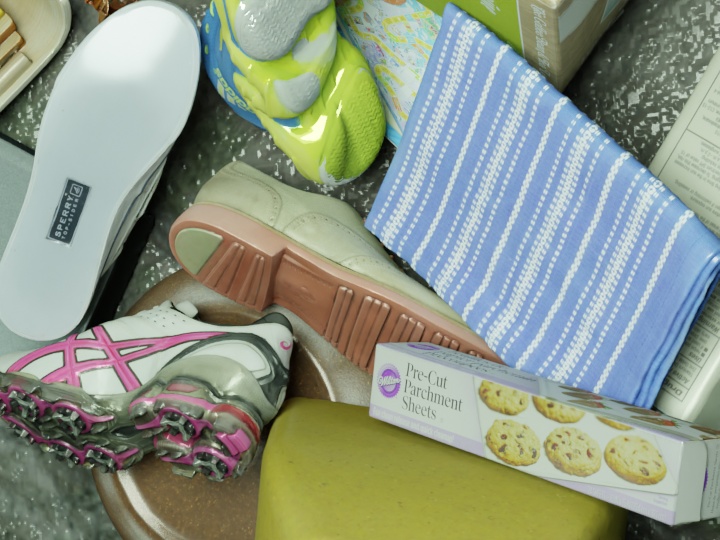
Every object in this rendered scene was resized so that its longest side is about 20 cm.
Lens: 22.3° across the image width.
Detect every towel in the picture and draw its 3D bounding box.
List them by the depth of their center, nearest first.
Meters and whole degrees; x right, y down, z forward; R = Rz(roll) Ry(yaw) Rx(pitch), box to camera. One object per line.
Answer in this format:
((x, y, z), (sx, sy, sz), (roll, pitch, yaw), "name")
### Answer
((0.083, -0.016, 0.890), (0.200, 0.024, 0.145), (46, 134, 29), "towel")

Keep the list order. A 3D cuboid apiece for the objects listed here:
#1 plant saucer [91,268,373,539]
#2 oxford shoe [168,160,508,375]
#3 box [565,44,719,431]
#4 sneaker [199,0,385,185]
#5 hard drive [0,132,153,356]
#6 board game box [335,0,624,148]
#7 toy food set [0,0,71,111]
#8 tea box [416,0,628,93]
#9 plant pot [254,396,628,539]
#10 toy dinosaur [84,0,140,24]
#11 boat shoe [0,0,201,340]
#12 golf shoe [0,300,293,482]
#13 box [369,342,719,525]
((-0.072, 0.092, 1.025), (0.199, 0.037, 0.202), (0, 89, 19), "plant saucer")
((0.000, 0.000, 0.984), (0.199, 0.074, 0.071), (29, 142, -1), "oxford shoe")
((0.192, -0.025, 0.902), (0.095, 0.078, 0.201), (37, 103, 34), "box")
((-0.056, -0.131, 0.930), (0.076, 0.201, 0.105), (-40, 46, -25), "sneaker")
((-0.233, -0.013, 1.081), (0.199, 0.033, 0.140), (28, 98, 16), "hard drive")
((0.025, -0.156, 0.993), (0.200, 0.034, 0.135), (45, 103, 14), "board game box")
((-0.280, -0.128, 1.055), (0.143, 0.060, 0.200), (42, 85, 19), "toy food set")
((0.077, -0.234, 0.898), (0.196, 0.134, 0.200), (34, 84, 12), "tea box")
((0.032, 0.178, 0.884), (0.194, 0.200, 0.196), (6, 92, 5), "plant pot")
((-0.125, -0.204, 1.014), (0.102, 0.136, 0.201), (-24, 99, -27), "toy dinosaur")
((-0.144, -0.059, 0.992), (0.073, 0.065, 0.201), (29, 106, -7), "boat shoe")
((-0.120, 0.060, 0.993), (0.199, 0.073, 0.092), (2, 49, 34), "golf shoe")
((0.085, 0.074, 0.868), (0.199, 0.039, 0.042), (17, 102, 46), "box")
